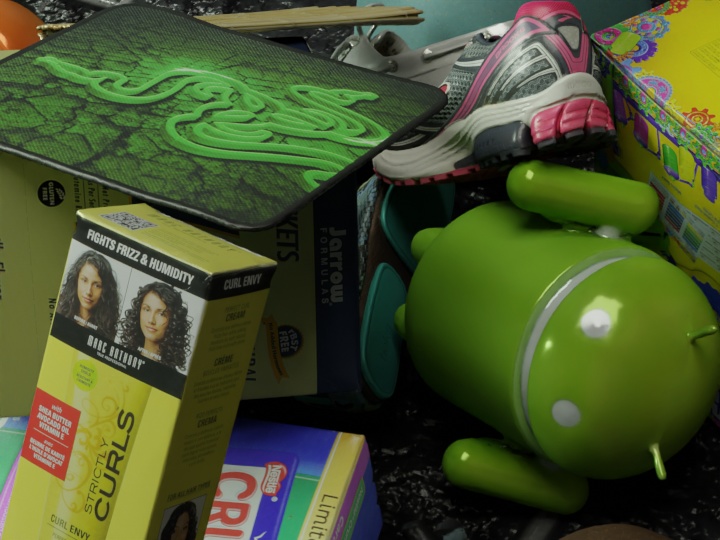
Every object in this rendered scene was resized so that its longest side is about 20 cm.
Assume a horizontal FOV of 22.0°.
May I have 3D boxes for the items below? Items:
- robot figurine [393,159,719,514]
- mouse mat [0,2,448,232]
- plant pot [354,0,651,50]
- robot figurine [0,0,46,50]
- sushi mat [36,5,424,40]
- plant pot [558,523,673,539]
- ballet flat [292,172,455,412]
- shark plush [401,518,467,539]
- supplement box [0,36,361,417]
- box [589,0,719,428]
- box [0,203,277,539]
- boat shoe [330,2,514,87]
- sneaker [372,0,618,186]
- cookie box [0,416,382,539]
[{"bbox_3d":[0.101,0.033,0.946,0.116,0.176,0.200,6,14,-36],"label":"robot figurine"},{"bbox_3d":[-0.081,-0.076,0.841,0.200,0.008,0.161,20,35,27],"label":"mouse mat"},{"bbox_3d":[0.087,-0.196,1.193,0.200,0.135,0.200,-5,44,5],"label":"plant pot"},{"bbox_3d":[-0.264,-0.099,1.168,0.200,0.144,0.117,-32,65,-22],"label":"robot figurine"},{"bbox_3d":[-0.067,-0.135,1.017,0.200,0.012,0.096,-11,12,-41],"label":"sushi mat"},{"bbox_3d":[0.134,0.199,0.768,0.187,0.187,0.200,-18,29,-8],"label":"plant pot"},{"bbox_3d":[0.000,0.000,1.060,0.074,0.074,0.200,6,42,16],"label":"ballet flat"},{"bbox_3d":[0.017,0.177,0.857,0.091,0.083,0.200,-6,25,1],"label":"shark plush"},{"bbox_3d":[-0.112,-0.029,0.930,0.200,0.134,0.200,-4,20,-8],"label":"supplement box"},{"bbox_3d":[0.221,-0.016,0.942,0.122,0.193,0.200,-24,46,-16],"label":"box"},{"bbox_3d":[-0.098,0.078,0.758,0.075,0.200,0.050,24,18,26],"label":"box"},{"bbox_3d":[0.013,-0.117,1.121,0.202,0.075,0.086,-11,81,30],"label":"boat shoe"},{"bbox_3d":[0.070,-0.088,0.989,0.081,0.075,0.200,-8,-3,-28],"label":"sneaker"},{"bbox_3d":[-0.109,0.149,0.872,0.200,0.075,0.171,7,48,15],"label":"cookie box"}]
